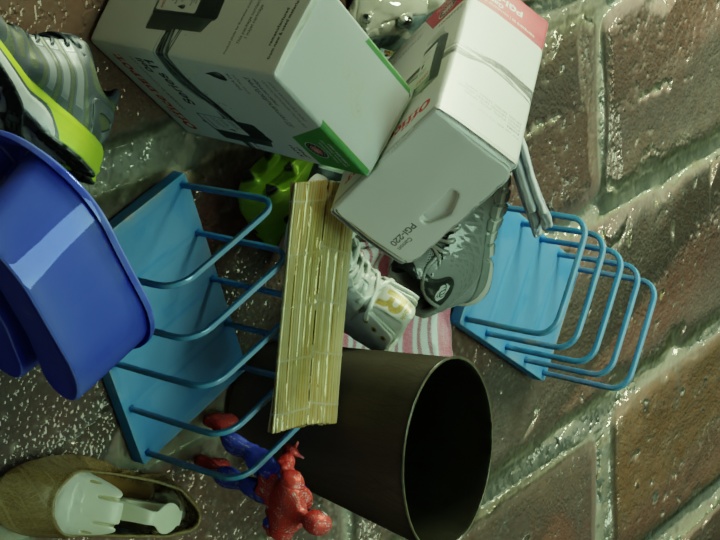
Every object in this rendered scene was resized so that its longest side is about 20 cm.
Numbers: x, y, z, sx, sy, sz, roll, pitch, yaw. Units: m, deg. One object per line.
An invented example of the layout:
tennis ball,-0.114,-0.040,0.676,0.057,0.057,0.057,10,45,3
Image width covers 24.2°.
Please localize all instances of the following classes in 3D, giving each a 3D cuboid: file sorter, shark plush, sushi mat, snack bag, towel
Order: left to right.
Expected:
file sorter,-0.124,0.048,1.345,0.139,0.122,0.201,-43,131,-38
sushi mat,-0.037,0.028,1.345,0.096,0.012,0.201,3,93,-57
shark plush,0.020,-0.196,1.432,0.084,0.091,0.200,-67,174,36
towel,0.032,0.041,1.628,0.200,0.030,0.147,-10,106,-52
snack bag,0.146,-0.125,1.603,0.200,0.021,0.190,46,27,-80
file sorter,0.211,0.030,1.774,0.200,0.122,0.139,33,71,-51

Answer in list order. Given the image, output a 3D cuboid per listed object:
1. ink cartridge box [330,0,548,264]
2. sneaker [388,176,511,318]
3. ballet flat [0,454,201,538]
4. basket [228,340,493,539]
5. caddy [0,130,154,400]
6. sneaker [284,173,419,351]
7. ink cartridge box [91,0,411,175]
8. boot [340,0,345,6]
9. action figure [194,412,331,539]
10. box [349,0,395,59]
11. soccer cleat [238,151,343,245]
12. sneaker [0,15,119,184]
ink cartridge box,0.065,-0.123,1.346,0.085,0.146,0.201,34,41,-17
sneaker,0.078,-0.042,1.580,0.115,0.075,0.201,-25,126,-41
ballet flat,-0.197,0.186,1.326,0.200,0.072,0.068,20,83,-53
basket,-0.005,0.135,1.458,0.136,0.199,0.181,-39,131,-42
caddy,-0.224,-0.006,1.183,0.105,0.141,0.201,-48,135,-30
sneaker,0.000,0.000,1.444,0.074,0.115,0.200,-55,160,-23
ink cartridge box,-0.084,-0.157,1.279,0.147,0.199,0.083,43,69,-48
boot,-0.071,-0.272,1.395,0.200,0.072,0.167,50,48,-45
action figure,-0.075,0.172,1.374,0.051,0.200,0.066,12,99,-29
box,0.040,-0.208,1.563,0.137,0.039,0.201,2,97,-53
soccer cleat,-0.028,-0.104,1.473,0.200,0.067,0.081,-42,148,-19
sneaker,-0.238,-0.145,1.195,0.200,0.074,0.081,55,49,-53
